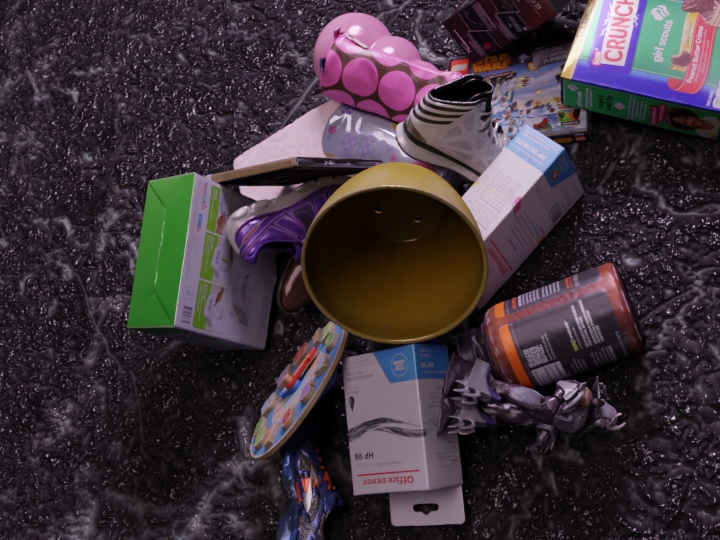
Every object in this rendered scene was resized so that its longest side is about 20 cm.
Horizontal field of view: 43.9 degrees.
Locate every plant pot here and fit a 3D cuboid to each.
[{"bbox_3d":[0.042,-0.040,0.997,0.198,0.201,0.143,-18,30,18],"label":"plant pot"}]

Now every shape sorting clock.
[{"bbox_3d":[-0.079,0.144,1.108,0.039,0.200,0.201,36,86,-8],"label":"shape sorting clock"}]

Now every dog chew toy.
[{"bbox_3d":[0.031,-0.281,1.266,0.199,0.125,0.125,31,83,20],"label":"dog chew toy"}]

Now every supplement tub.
[{"bbox_3d":[0.213,0.073,1.017,0.198,0.107,0.108,-21,60,17],"label":"supplement tub"}]

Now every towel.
[{"bbox_3d":[-0.083,-0.137,1.308,0.199,0.032,0.192,-29,59,14],"label":"towel"}]

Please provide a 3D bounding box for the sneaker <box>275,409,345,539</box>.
[{"bbox_3d":[-0.056,0.271,1.095,0.078,0.075,0.202,-2,69,8],"label":"sneaker"}]

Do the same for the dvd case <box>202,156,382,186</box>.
[{"bbox_3d":[-0.091,-0.129,1.173,0.199,0.148,0.016,-5,91,46],"label":"dvd case"}]

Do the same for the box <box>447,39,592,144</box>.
[{"bbox_3d":[0.210,-0.231,1.196,0.198,0.040,0.138,-2,68,26],"label":"box"}]

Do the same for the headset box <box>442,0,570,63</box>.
[{"bbox_3d":[0.219,-0.367,1.146,0.149,0.075,0.200,-49,15,-26],"label":"headset box"}]

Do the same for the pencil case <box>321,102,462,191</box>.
[{"bbox_3d":[0.044,-0.153,1.199,0.199,0.083,0.091,30,114,21],"label":"pencil case"}]

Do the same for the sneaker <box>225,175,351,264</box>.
[{"bbox_3d":[-0.078,-0.062,1.180,0.199,0.081,0.084,-24,81,-19],"label":"sneaker"}]

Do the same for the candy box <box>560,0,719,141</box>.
[{"bbox_3d":[0.363,-0.267,1.090,0.198,0.077,0.170,16,74,20],"label":"candy box"}]

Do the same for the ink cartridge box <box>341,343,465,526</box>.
[{"bbox_3d":[0.048,0.193,1.028,0.115,0.066,0.202,-16,74,40],"label":"ink cartridge box"}]

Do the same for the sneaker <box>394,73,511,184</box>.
[{"bbox_3d":[0.153,-0.169,1.094,0.115,0.199,0.076,-49,38,46],"label":"sneaker"}]

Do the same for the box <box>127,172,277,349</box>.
[{"bbox_3d":[-0.202,-0.006,1.200,0.096,0.176,0.202,-3,76,35],"label":"box"}]

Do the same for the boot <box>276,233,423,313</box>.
[{"bbox_3d":[0.000,0.000,1.143,0.199,0.064,0.187,21,70,50],"label":"boot"}]

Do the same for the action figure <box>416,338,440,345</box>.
[{"bbox_3d":[0.096,0.061,1.104,0.099,0.065,0.201,-35,56,25],"label":"action figure"}]

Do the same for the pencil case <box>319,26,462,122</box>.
[{"bbox_3d":[0.046,-0.244,1.166,0.198,0.091,0.094,19,118,4],"label":"pencil case"}]

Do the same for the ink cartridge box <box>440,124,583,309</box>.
[{"bbox_3d":[0.174,-0.062,1.092,0.200,0.115,0.068,-49,56,-1],"label":"ink cartridge box"}]

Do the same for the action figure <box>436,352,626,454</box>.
[{"bbox_3d":[0.185,0.150,0.964,0.198,0.131,0.070,8,47,6],"label":"action figure"}]
